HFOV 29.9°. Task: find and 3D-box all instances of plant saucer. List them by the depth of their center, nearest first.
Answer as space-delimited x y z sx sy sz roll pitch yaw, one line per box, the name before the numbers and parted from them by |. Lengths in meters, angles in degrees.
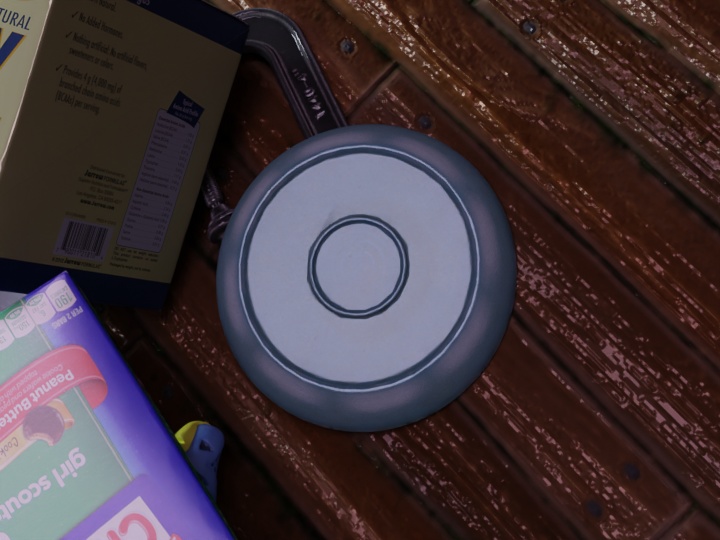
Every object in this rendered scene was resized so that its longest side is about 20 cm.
plant saucer | 0.000 0.000 0.860 0.197 0.027 0.203 -2 78 10

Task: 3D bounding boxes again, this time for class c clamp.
c clamp | -0.097 -0.096 0.936 0.170 0.027 0.201 -33 66 1

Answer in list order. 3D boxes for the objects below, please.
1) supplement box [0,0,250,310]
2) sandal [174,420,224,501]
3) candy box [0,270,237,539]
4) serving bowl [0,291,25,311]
supplement box | -0.197 -0.097 0.841 0.133 0.199 0.202 19 93 25
sandal | -0.113 0.195 0.838 0.086 0.079 0.203 17 72 -13
candy box | -0.178 0.133 0.757 0.168 0.077 0.201 -33 82 -8
serving bowl | -0.277 0.088 0.864 0.197 0.066 0.202 0 59 -1
